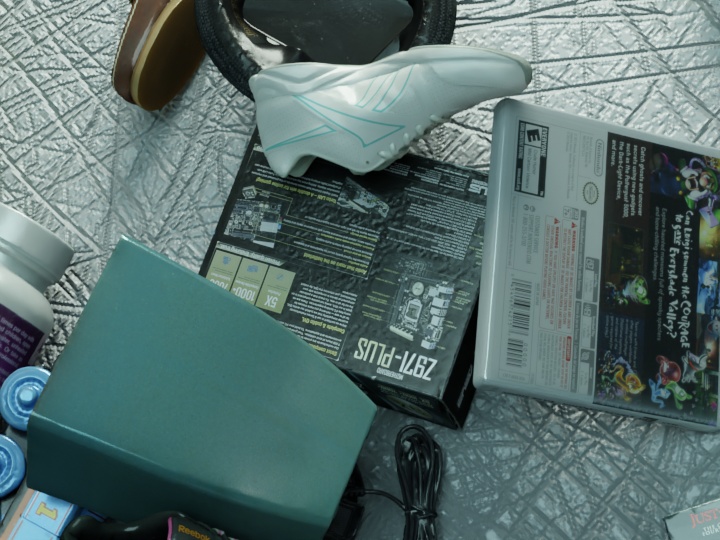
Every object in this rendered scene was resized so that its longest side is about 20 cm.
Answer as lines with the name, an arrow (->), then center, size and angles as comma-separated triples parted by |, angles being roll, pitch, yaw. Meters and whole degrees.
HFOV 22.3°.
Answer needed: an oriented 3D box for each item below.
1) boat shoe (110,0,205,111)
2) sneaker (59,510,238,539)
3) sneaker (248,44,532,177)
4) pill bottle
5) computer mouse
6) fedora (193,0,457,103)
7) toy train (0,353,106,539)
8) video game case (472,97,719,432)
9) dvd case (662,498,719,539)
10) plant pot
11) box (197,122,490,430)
boat shoe -> -0.142, -0.216, 1.405 | 0.070, 0.071, 0.201 | 20, 70, 23
sneaker -> -0.101, 0.195, 1.149 | 0.198, 0.087, 0.081 | 0, 40, -10
sneaker -> 0.023, -0.107, 1.241 | 0.198, 0.070, 0.081 | -7, 85, 19
pill bottle -> -0.292, 0.052, 1.324 | 0.112, 0.112, 0.201 | 26, 80, 20
computer mouse -> -0.037, 0.186, 1.256 | 0.198, 0.046, 0.142 | -5, 63, 0
fedora -> -0.021, -0.185, 1.351 | 0.198, 0.092, 0.203 | -3, 73, 9
toy train -> -0.224, 0.159, 1.291 | 0.114, 0.087, 0.201 | 26, 77, 10
video game case -> 0.167, -0.003, 1.236 | 0.180, 0.023, 0.202 | 11, 71, -18
dvd case -> 0.292, 0.234, 1.176 | 0.145, 0.022, 0.202 | -18, 70, 6
plant pot -> -0.099, 0.100, 1.202 | 0.198, 0.141, 0.142 | 23, 64, 0
box -> 0.000, 0.000, 1.287 | 0.198, 0.086, 0.165 | 15, 75, 17
